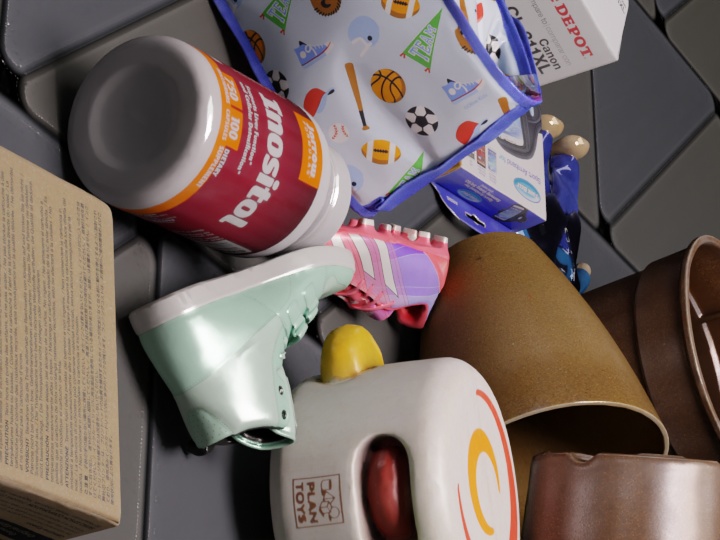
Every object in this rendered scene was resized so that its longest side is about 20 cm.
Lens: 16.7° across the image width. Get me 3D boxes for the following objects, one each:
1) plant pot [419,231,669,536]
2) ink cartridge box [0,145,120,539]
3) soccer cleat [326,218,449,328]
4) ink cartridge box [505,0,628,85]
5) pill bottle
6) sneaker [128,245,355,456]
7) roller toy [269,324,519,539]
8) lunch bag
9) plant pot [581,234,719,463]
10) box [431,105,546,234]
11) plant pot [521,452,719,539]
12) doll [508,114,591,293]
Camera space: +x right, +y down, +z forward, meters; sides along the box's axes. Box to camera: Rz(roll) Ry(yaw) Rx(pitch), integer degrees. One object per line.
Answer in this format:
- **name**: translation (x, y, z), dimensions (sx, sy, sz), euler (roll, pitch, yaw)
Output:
- **plant pot**: translation (0.121, 0.076, 1.883), dimensions (0.186, 0.186, 0.200), euler (40, 28, -48)
- **ink cartridge box**: translation (-0.209, 0.037, 1.350), dimensions (0.165, 0.075, 0.200), euler (30, 50, -52)
- **soccer cleat**: translation (0.000, 0.000, 1.797), dimensions (0.200, 0.067, 0.077), euler (8, 92, -57)
- **ink cartridge box**: translation (0.091, -0.214, 1.935), dimensions (0.146, 0.200, 0.083), euler (56, 31, -31)
- **pill bottle**: translation (-0.091, -0.073, 1.599), dimensions (0.200, 0.113, 0.113), euler (24, 55, -57)
- **sneaker**: translation (-0.061, 0.056, 1.613), dimensions (0.200, 0.074, 0.118), euler (-21, 88, -49)
- **roller toy**: translation (0.019, 0.154, 1.652), dimensions (0.183, 0.140, 0.200), euler (-75, 151, -50)
- **lunch bag**: translation (0.020, -0.161, 1.762), dimensions (0.200, 0.170, 0.124), euler (61, 27, 10)
- **plant pot**: translation (0.220, 0.094, 2.013), dimensions (0.200, 0.198, 0.201), euler (41, 40, -47)
- **box**: translation (0.107, -0.124, 2.077), dimensions (0.119, 0.041, 0.200), euler (29, 48, -42)
- **plant pot**: translation (0.189, 0.232, 1.729), dimensions (0.200, 0.200, 0.199), euler (16, 75, -60)
- **doll**: translation (0.162, -0.037, 2.145), dimensions (0.136, 0.048, 0.200), euler (33, 48, -39)
